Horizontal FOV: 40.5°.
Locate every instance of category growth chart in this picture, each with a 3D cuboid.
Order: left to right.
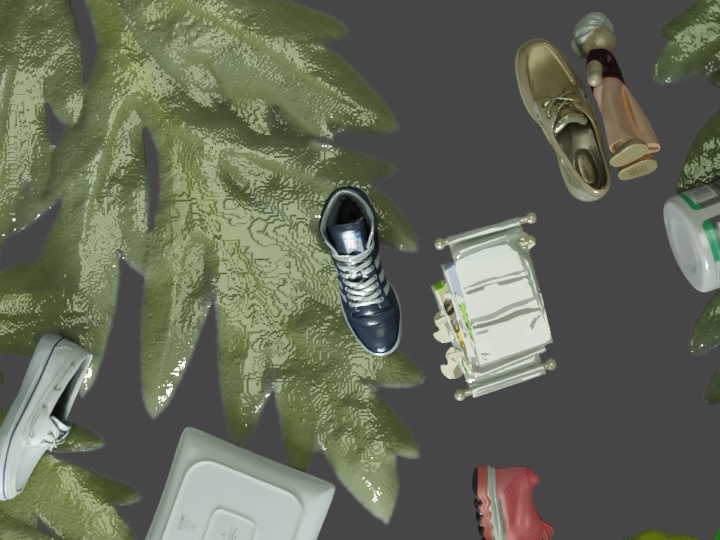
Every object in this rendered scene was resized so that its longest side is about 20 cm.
[{"bbox_3d":[0.152,0.043,1.142,0.142,0.018,0.203,-10,87,4],"label":"growth chart"}]

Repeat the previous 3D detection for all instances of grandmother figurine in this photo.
[{"bbox_3d":[0.283,-0.202,1.096,0.060,0.121,0.203,-17,63,15],"label":"grandmother figurine"}]

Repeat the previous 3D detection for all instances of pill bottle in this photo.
[{"bbox_3d":[0.449,-0.062,1.077,0.197,0.113,0.115,-20,87,3],"label":"pill bottle"}]

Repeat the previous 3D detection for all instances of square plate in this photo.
[{"bbox_3d":[-0.153,0.313,1.149,0.196,0.028,0.203,20,89,4],"label":"square plate"}]

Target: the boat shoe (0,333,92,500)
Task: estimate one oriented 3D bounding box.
[{"bbox_3d":[-0.374,0.178,1.145,0.066,0.074,0.203,17,89,7],"label":"boat shoe"}]

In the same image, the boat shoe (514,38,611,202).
[{"bbox_3d":[0.237,-0.177,1.119,0.071,0.065,0.202,-22,87,3],"label":"boat shoe"}]

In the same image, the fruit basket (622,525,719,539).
[{"bbox_3d":[0.390,0.352,1.060,0.212,0.155,0.219,-1,95,-12],"label":"fruit basket"}]

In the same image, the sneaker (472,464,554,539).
[{"bbox_3d":[0.181,0.319,1.103,0.085,0.074,0.203,-8,87,2],"label":"sneaker"}]

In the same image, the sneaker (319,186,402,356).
[{"bbox_3d":[0.000,0.000,1.108,0.069,0.108,0.203,-13,87,4],"label":"sneaker"}]
